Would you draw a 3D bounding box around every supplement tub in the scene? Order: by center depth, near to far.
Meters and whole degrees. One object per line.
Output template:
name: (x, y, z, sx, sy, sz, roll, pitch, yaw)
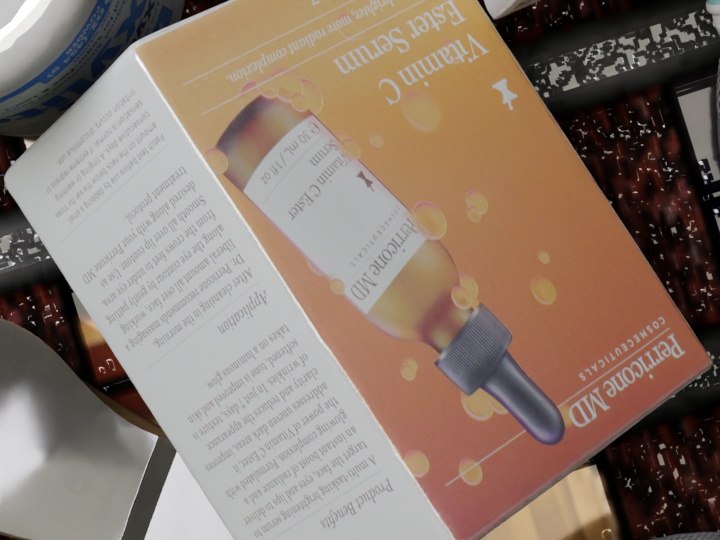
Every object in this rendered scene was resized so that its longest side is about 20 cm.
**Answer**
supplement tub: (-0.137, -0.116, 0.975, 0.131, 0.200, 0.133, 0, 90, 6)

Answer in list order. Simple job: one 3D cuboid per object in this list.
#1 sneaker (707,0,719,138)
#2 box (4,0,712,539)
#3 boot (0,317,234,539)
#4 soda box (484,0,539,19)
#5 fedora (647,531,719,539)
sneaker: (0.224, -0.057, 1.008, 0.199, 0.078, 0.092, 9, 107, 9)
box: (0.000, 0.000, 0.974, 0.200, 0.152, 0.106, 56, 139, 3)
boot: (-0.108, 0.074, 1.036, 0.199, 0.075, 0.074, 26, 84, 11)
soda box: (0.129, -0.161, 0.984, 0.199, 0.068, 0.064, -25, 88, -16)
fedora: (0.109, 0.197, 0.993, 0.176, 0.090, 0.201, 7, 78, -19)
